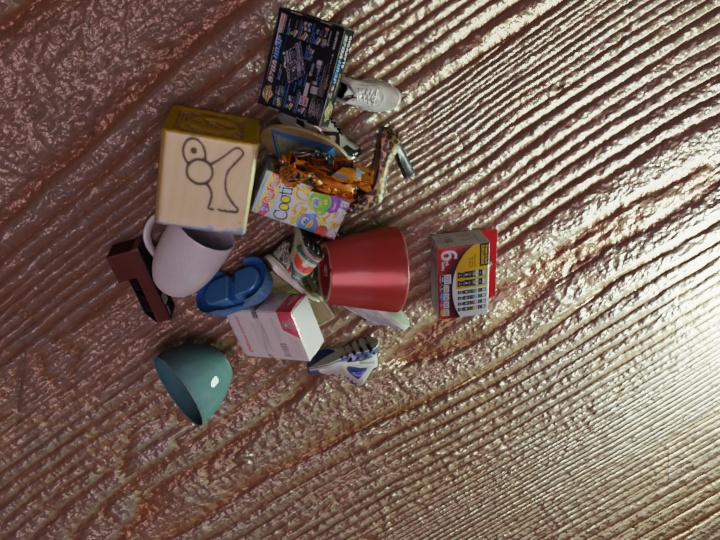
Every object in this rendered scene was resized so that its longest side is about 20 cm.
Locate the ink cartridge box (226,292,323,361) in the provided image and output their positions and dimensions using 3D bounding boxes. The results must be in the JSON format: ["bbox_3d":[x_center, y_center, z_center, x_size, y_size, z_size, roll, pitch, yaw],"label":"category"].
[{"bbox_3d":[-0.205,0.133,1.646,0.199,0.085,0.146,0,123,30],"label":"ink cartridge box"}]

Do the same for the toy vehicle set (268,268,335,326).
[{"bbox_3d":[-0.163,0.068,1.702,0.124,0.027,0.201,-28,118,6],"label":"toy vehicle set"}]

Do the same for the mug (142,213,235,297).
[{"bbox_3d":[-0.408,-0.048,1.552,0.200,0.148,0.176,42,115,6],"label":"mug"}]

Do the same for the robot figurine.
[{"bbox_3d":[-0.080,-0.199,1.423,0.199,0.059,0.145,11,161,-29],"label":"robot figurine"}]

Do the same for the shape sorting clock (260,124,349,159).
[{"bbox_3d":[-0.117,-0.259,1.464,0.199,0.200,0.039,27,75,-20],"label":"shape sorting clock"}]

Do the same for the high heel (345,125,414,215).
[{"bbox_3d":[0.017,-0.225,1.548,0.200,0.071,0.143,-37,124,-7],"label":"high heel"}]

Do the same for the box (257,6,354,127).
[{"bbox_3d":[-0.114,-0.412,1.396,0.158,0.046,0.201,24,110,19],"label":"box"}]

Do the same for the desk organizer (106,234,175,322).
[{"bbox_3d":[-0.510,0.029,1.604,0.076,0.072,0.201,-15,118,2],"label":"desk organizer"}]

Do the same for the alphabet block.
[{"bbox_3d":[-0.318,-0.212,1.438,0.194,0.197,0.201,8,116,-14],"label":"alphabet block"}]

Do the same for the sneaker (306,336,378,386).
[{"bbox_3d":[-0.037,0.256,1.789,0.198,0.081,0.116,-15,116,-3],"label":"sneaker"}]

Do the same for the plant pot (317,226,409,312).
[{"bbox_3d":[0.000,0.000,1.589,0.176,0.201,0.202,-1,118,-15],"label":"plant pot"}]

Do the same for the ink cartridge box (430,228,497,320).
[{"bbox_3d":[0.267,0.007,1.706,0.174,0.084,0.201,-8,118,-5],"label":"ink cartridge box"}]

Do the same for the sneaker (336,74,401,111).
[{"bbox_3d":[-0.006,-0.378,1.466,0.198,0.081,0.076,9,114,-15],"label":"sneaker"}]

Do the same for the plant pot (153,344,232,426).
[{"bbox_3d":[-0.396,0.260,1.692,0.134,0.199,0.201,-35,123,-30],"label":"plant pot"}]

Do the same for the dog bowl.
[{"bbox_3d":[-0.293,0.044,1.614,0.199,0.112,0.050,-20,145,19],"label":"dog bowl"}]

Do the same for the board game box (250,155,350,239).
[{"bbox_3d":[-0.136,-0.164,1.542,0.199,0.105,0.104,18,113,-18],"label":"board game box"}]

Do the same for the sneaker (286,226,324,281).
[{"bbox_3d":[-0.137,-0.041,1.549,0.070,0.200,0.094,35,103,-21],"label":"sneaker"}]

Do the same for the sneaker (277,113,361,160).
[{"bbox_3d":[-0.078,-0.310,1.494,0.199,0.074,0.080,27,108,-21],"label":"sneaker"}]

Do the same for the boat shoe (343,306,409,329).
[{"bbox_3d":[0.030,0.101,1.733,0.200,0.070,0.072,32,119,-18],"label":"boat shoe"}]

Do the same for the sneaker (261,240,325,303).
[{"bbox_3d":[-0.134,0.004,1.625,0.200,0.077,0.089,40,88,-29],"label":"sneaker"}]
